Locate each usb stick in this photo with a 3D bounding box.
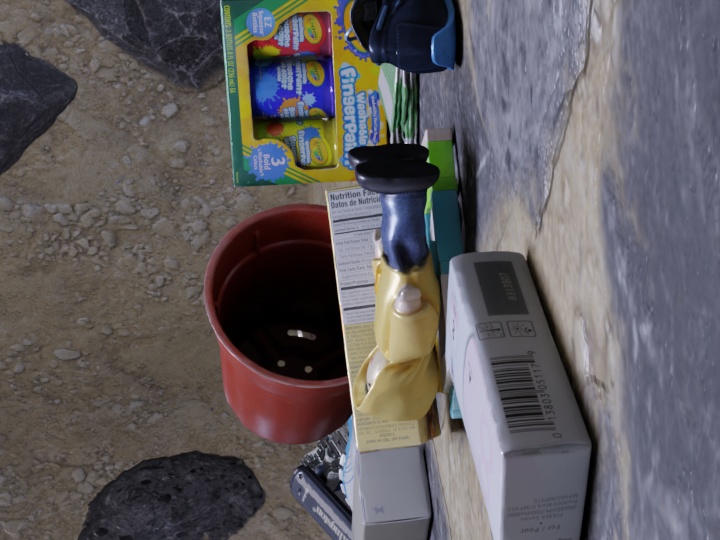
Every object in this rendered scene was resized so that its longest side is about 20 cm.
[{"bbox_3d":[-0.022,0.327,1.722,0.200,0.033,0.056,43,140,33],"label":"usb stick"}]

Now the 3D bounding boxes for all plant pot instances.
[{"bbox_3d":[-0.061,0.070,1.357,0.195,0.200,0.201,105,162,-58],"label":"plant pot"}]

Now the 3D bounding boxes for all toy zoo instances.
[{"bbox_3d":[0.061,0.010,1.002,0.131,0.020,0.200,101,164,-76],"label":"toy zoo"}]

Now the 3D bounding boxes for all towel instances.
[{"bbox_3d":[0.030,-0.219,1.186,0.153,0.023,0.200,-99,6,-57],"label":"towel"}]

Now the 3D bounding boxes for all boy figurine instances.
[{"bbox_3d":[0.024,0.012,0.946,0.124,0.064,0.200,-108,17,-62],"label":"boy figurine"}]

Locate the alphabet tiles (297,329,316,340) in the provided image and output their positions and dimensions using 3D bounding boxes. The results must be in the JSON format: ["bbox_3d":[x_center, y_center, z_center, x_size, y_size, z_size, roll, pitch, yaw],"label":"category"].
[{"bbox_3d":[-0.021,0.063,1.604,0.196,0.015,0.200,39,-143,-50],"label":"alphabet tiles"}]

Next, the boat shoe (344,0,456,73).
[{"bbox_3d":[0.023,-0.195,0.985,0.200,0.068,0.084,-107,14,-73],"label":"boat shoe"}]

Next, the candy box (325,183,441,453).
[{"bbox_3d":[0.020,0.037,1.057,0.115,0.055,0.200,21,-119,-80],"label":"candy box"}]

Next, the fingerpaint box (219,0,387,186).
[{"bbox_3d":[-0.057,-0.195,1.418,0.073,0.166,0.200,-99,6,-69],"label":"fingerpaint box"}]

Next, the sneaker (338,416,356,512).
[{"bbox_3d":[0.018,0.197,1.462,0.087,0.075,0.200,-131,36,-73],"label":"sneaker"}]

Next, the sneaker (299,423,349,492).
[{"bbox_3d":[-0.009,0.231,1.765,0.079,0.089,0.200,63,147,18],"label":"sneaker"}]

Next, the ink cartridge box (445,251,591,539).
[{"bbox_3d":[0.077,0.116,0.726,0.163,0.057,0.200,-101,12,-55],"label":"ink cartridge box"}]

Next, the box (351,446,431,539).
[{"bbox_3d":[0.028,0.255,1.369,0.200,0.068,0.082,94,171,-59],"label":"box"}]
